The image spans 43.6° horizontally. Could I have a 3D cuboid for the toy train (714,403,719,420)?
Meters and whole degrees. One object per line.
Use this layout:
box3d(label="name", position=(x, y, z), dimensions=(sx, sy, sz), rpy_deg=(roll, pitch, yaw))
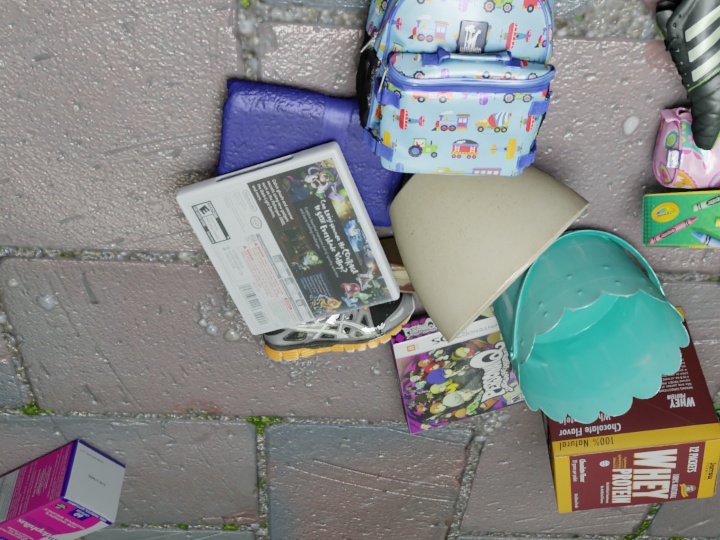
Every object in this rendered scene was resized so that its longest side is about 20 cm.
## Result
box3d(label="toy train", position=(0.498, 0.219, 1.309), dimensions=(0.199, 0.042, 0.056), rpy_deg=(33, 137, -30))

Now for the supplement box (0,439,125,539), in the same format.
box3d(label="supplement box", position=(-0.476, 0.356, 1.396), dimensions=(0.199, 0.104, 0.101), rpy_deg=(-26, 132, 26))

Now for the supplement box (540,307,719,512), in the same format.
box3d(label="supplement box", position=(0.330, 0.176, 1.144), dimensions=(0.196, 0.201, 0.133), rpy_deg=(-8, 136, 8))

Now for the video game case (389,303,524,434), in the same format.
box3d(label="video game case", position=(0.136, 0.124, 1.183), dimensions=(0.180, 0.036, 0.201), rpy_deg=(-15, 136, -3))

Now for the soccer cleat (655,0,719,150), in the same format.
box3d(label="soccer cleat", position=(0.311, -0.209, 0.829), dimensions=(0.080, 0.068, 0.201), rpy_deg=(3, 118, 14))

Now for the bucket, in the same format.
box3d(label="bucket", position=(0.258, 0.061, 1.045), dimensions=(0.205, 0.135, 0.208), rpy_deg=(-8, 130, -10))

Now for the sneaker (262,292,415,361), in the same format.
box3d(label="sneaker", position=(-0.031, 0.054, 1.109), dimensions=(0.198, 0.078, 0.078), rpy_deg=(-14, 115, 4))

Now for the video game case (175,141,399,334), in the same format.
box3d(label="video game case", position=(-0.074, -0.028, 0.967), dimensions=(0.180, 0.023, 0.201), rpy_deg=(-14, 124, 15))

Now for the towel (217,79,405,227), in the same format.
box3d(label="towel", position=(-0.048, -0.124, 0.944), dimensions=(0.198, 0.050, 0.148), rpy_deg=(8, 129, -8))

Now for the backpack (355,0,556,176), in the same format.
box3d(label="backpack", position=(0.091, -0.200, 0.801), dimensions=(0.181, 0.135, 0.201), rpy_deg=(5, 133, -7))

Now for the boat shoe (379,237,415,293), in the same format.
box3d(label="boat shoe", position=(0.000, 0.000, 1.055), dimensions=(0.198, 0.072, 0.072), rpy_deg=(1, 135, -11))

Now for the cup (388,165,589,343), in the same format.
box3d(label="cup", position=(0.113, -0.046, 0.927), dimensions=(0.143, 0.200, 0.201), rpy_deg=(45, 130, 8))

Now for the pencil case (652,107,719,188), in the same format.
box3d(label="pencil case", position=(0.400, -0.127, 0.915), dimensions=(0.198, 0.088, 0.088), rpy_deg=(0, 136, 1))

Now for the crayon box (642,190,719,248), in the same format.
box3d(label="crayon box", position=(0.403, -0.053, 0.909), dimensions=(0.118, 0.059, 0.199), rpy_deg=(-3, -177, -41))
